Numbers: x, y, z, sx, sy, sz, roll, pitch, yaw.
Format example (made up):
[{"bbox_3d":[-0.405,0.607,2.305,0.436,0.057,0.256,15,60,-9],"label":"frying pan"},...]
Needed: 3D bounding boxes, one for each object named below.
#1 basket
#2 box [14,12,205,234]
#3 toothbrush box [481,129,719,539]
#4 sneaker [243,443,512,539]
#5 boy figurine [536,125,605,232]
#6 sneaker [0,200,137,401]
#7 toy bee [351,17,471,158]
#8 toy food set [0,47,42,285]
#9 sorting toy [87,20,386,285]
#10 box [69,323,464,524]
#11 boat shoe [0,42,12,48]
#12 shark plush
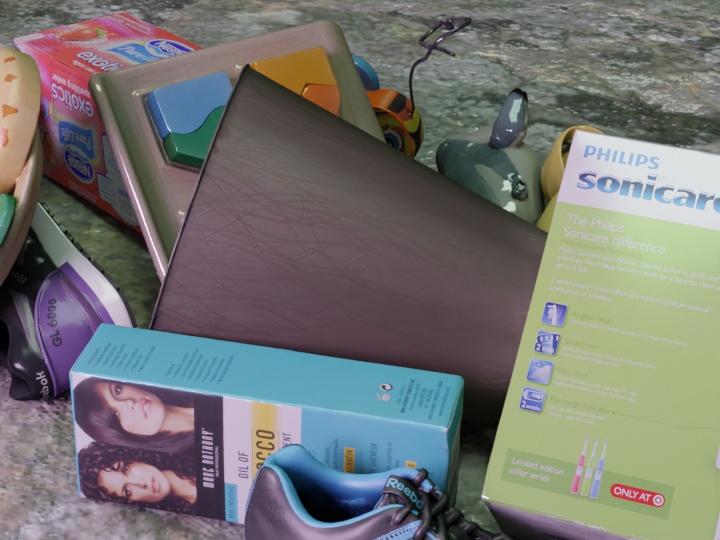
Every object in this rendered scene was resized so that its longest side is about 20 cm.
[{"bbox_3d":[0.000,0.000,0.926,0.198,0.182,0.136,19,-14,-2],"label":"basket"},{"bbox_3d":[-0.151,-0.102,1.150,0.094,0.104,0.199,-20,31,-33],"label":"box"},{"bbox_3d":[0.158,0.046,0.828,0.144,0.086,0.202,11,73,16],"label":"toothbrush box"},{"bbox_3d":[0.035,0.141,0.765,0.198,0.083,0.073,11,29,14],"label":"sneaker"},{"bbox_3d":[0.170,-0.021,1.061,0.123,0.065,0.201,4,35,-16],"label":"boy figurine"},{"bbox_3d":[-0.221,0.001,0.989,0.087,0.076,0.200,-28,49,-28],"label":"sneaker"},{"bbox_3d":[-0.002,-0.095,1.179,0.199,0.110,0.131,-5,27,45],"label":"toy bee"},{"bbox_3d":[-0.257,-0.029,0.969,0.199,0.048,0.200,-10,59,42],"label":"toy food set"},{"bbox_3d":[-0.055,-0.060,1.040,0.199,0.187,0.036,-17,-8,-34],"label":"sorting toy"},{"bbox_3d":[-0.048,0.087,0.854,0.198,0.083,0.049,7,30,10],"label":"box"},{"bbox_3d":[-0.280,-0.070,1.122,0.074,0.062,0.202,17,52,-13],"label":"boat shoe"},{"bbox_3d":[0.084,-0.030,1.123,0.082,0.091,0.202,-11,48,17],"label":"shark plush"}]
